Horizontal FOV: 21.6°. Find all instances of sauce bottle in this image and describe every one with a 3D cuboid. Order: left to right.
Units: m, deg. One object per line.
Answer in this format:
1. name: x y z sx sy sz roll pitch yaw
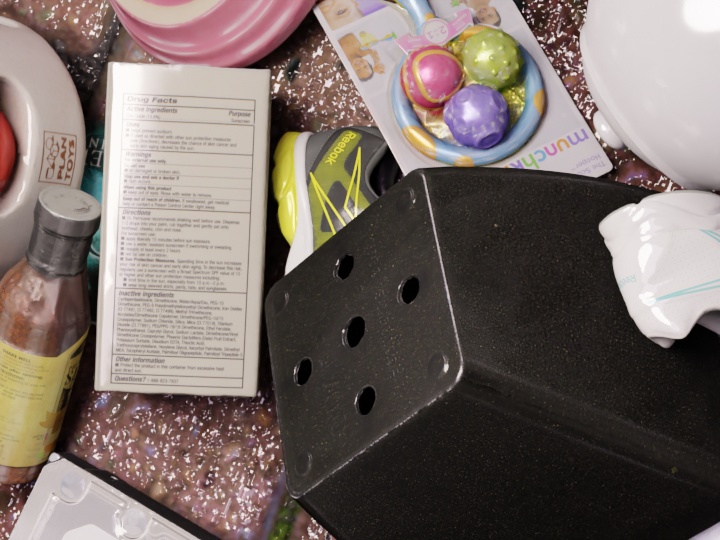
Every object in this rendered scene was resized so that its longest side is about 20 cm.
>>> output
1. sauce bottle: -0.205 0.042 1.194 0.066 0.066 0.200 34 122 21

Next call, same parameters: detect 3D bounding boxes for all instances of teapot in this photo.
1. teapot: 0.195 -0.112 1.057 0.146 0.197 0.200 -39 57 30

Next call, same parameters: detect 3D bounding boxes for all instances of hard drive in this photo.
1. hard drive: -0.143 0.221 1.201 0.200 0.038 0.140 28 92 22

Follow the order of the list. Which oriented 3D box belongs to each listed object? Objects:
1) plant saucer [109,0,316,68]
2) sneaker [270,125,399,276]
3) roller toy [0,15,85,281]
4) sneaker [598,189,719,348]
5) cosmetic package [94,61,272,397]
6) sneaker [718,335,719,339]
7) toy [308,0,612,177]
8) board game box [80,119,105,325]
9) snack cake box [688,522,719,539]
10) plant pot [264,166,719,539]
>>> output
1. plant saucer: -0.103 -0.229 1.211 0.200 0.051 0.201 -2 87 37
2. sneaker: 0.000 0.000 1.158 0.085 0.074 0.200 -16 78 17
3. roller toy: -0.273 -0.078 1.204 0.182 0.140 0.200 -43 69 21
4. sneaker: 0.223 0.002 0.993 0.200 0.070 0.080 -4 71 -17
5. cosmetic package: -0.108 -0.024 1.170 0.103 0.087 0.200 4 90 -3
6. sneaker: 0.209 0.064 1.073 0.200 0.081 0.075 -39 43 11
7. toy: 0.057 -0.126 1.152 0.115 0.047 0.200 -26 69 -6
8. board game box: -0.204 -0.036 1.263 0.200 0.028 0.135 10 85 21
9. snack cake box: 0.255 0.192 1.017 0.067 0.115 0.200 -40 71 11
10. plant pot: 0.062 0.059 1.010 0.199 0.177 0.200 -39 46 35
